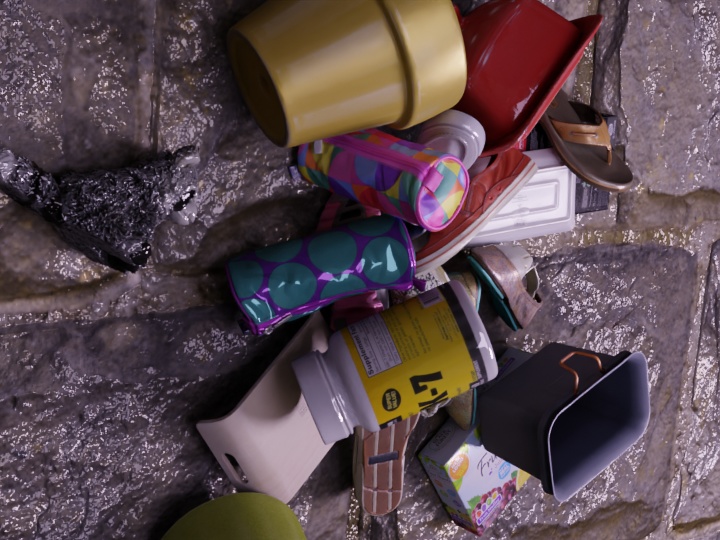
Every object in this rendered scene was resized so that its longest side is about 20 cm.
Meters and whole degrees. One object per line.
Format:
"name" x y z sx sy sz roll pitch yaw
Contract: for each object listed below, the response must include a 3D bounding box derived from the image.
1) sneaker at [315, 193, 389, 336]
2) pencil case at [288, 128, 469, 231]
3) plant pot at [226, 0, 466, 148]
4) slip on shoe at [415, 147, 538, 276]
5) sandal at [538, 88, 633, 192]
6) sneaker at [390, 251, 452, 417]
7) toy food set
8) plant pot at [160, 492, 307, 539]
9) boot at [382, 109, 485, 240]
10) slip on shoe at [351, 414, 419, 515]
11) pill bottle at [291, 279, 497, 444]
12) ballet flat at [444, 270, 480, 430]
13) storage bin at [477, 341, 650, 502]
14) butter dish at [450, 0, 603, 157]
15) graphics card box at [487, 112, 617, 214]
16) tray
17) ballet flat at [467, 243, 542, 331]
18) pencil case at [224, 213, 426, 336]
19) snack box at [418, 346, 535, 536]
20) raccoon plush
"sneaker" 0.000 0.000 1.543 0.095 0.078 0.203 -26 114 -73
"pencil case" 0.017 -0.106 1.435 0.088 0.199 0.089 -25 126 -41
"plant pot" -0.023 -0.218 1.373 0.187 0.200 0.203 -28 121 -17
"slip on shoe" 0.117 -0.068 1.558 0.061 0.074 0.200 45 78 -1
"sandal" 0.261 -0.177 1.656 0.201 0.054 0.080 52 45 1
"sneaker" 0.076 0.079 1.590 0.076 0.089 0.203 -8 106 6
"toy food set" -0.085 0.146 1.513 0.200 0.060 0.144 -51 131 -31
"plant pot" -0.105 0.364 1.417 0.185 0.200 0.189 -13 122 -22
"boot" 0.075 -0.093 1.493 0.073 0.200 0.096 22 68 -4
"slip on shoe" 0.025 0.185 1.589 0.075 0.061 0.202 -6 119 -18
"pill bottle" 0.035 0.100 1.448 0.198 0.115 0.115 -24 122 -2
"ballet flat" 0.107 0.098 1.670 0.070 0.070 0.203 -12 111 -40
"storage bin" 0.241 0.163 1.683 0.199 0.133 0.147 -32 124 -36
"butter dish" 0.138 -0.236 1.537 0.148 0.200 0.200 41 75 -16
"graphics card box" 0.239 -0.132 1.727 0.198 0.051 0.127 -10 108 -39
"tray" 0.184 -0.085 1.644 0.198 0.022 0.109 -10 110 -29
"ballet flat" 0.181 0.006 1.679 0.067 0.068 0.200 -41 152 -3
"pencil case" -0.038 0.005 1.438 0.198 0.093 0.085 -18 155 -8
"snack box" 0.174 0.218 1.768 0.200 0.053 0.143 -47 128 -24
"raccoon plush" -0.233 -0.092 1.280 0.200 0.096 0.135 44 65 -41
